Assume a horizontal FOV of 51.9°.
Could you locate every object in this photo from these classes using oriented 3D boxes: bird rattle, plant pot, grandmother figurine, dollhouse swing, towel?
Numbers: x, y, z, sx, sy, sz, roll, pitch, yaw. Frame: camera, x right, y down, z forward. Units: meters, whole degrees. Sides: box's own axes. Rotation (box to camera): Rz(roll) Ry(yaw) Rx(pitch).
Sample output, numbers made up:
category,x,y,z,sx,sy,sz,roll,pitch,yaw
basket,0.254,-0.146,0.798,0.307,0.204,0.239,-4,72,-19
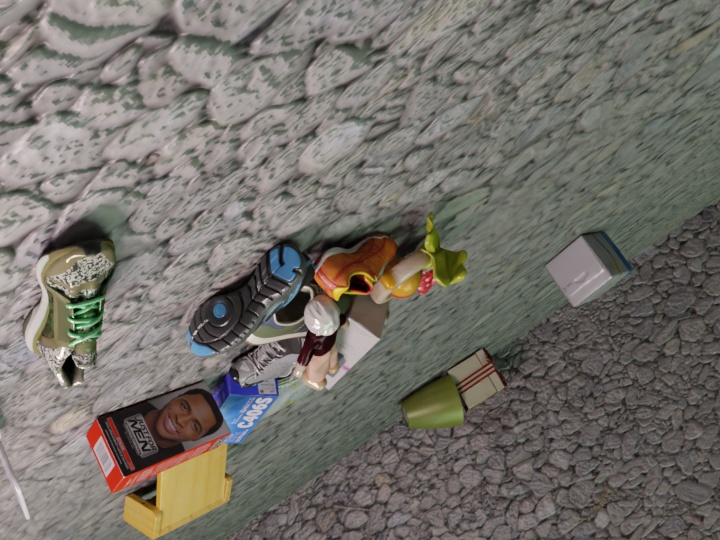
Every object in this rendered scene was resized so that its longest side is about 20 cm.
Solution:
category,x,y,z,sx,sy,sz,roll,pitch,yaw
bird rattle,0.080,-0.005,1.194,0.161,0.114,0.200,-30,178,-18
plant pot,0.252,0.501,2.711,0.195,0.191,0.188,-14,159,-9
grandmother figurine,-0.060,0.105,1.088,0.122,0.060,0.202,-58,166,-33
dollhouse swing,-0.396,0.441,1.594,0.179,0.180,0.198,8,-164,43
towel,-0.153,0.233,1.469,0.169,0.049,0.201,-20,158,-35

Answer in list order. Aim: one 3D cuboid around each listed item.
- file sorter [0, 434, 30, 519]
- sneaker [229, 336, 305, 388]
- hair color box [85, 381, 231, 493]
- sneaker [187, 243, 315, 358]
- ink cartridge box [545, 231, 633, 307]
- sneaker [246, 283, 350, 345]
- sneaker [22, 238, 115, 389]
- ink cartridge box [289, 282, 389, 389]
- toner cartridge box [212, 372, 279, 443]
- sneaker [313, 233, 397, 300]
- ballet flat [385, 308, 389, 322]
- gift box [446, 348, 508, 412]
category,x,y,z,sx,sy,sz,roll,pitch,yaw
file sorter,-0.480,0.249,0.802,0.197,0.126,0.139,-23,159,-30
sneaker,-0.154,0.144,1.197,0.114,0.076,0.201,-21,159,-27
hair color box,-0.312,0.255,1.156,0.198,0.103,0.061,-15,156,-48
sneaker,-0.140,0.049,0.976,0.198,0.074,0.082,-37,163,9
ink cartridge box,0.661,-0.006,2.133,0.147,0.148,0.198,-44,160,32
sneaker,-0.080,0.053,1.097,0.197,0.068,0.090,-15,160,-39
sneaker,-0.268,0.046,0.714,0.076,0.090,0.201,-18,156,-39
ink cartridge box,-0.036,0.116,1.256,0.200,0.067,0.118,-47,-164,36
toner cartridge box,-0.228,0.253,1.342,0.093,0.044,0.201,8,141,-27
sneaker,0.000,0.000,1.085,0.073,0.078,0.199,-47,168,34
ballet flat,-0.026,0.124,1.398,0.198,0.068,0.075,-37,178,0
gift box,0.442,0.415,2.769,0.184,0.187,0.200,-30,168,-4
